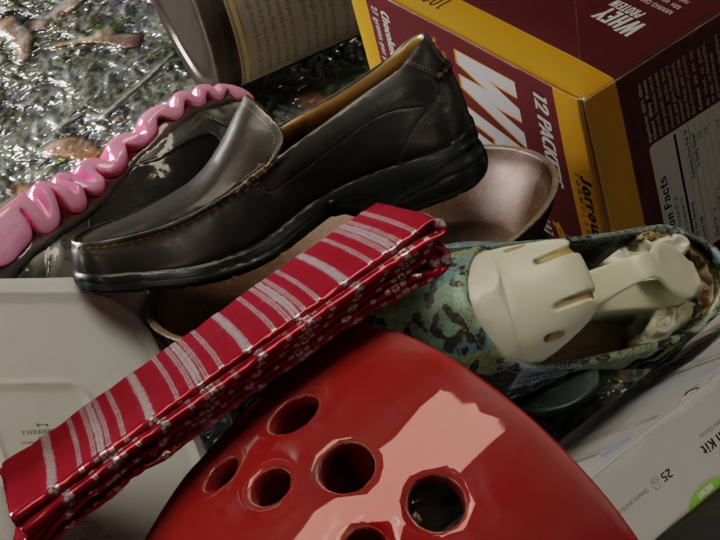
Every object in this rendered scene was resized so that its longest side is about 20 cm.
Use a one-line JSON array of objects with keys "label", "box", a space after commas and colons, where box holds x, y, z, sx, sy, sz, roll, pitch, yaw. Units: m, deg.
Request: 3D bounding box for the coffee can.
[{"label": "coffee can", "box": [-0.025, -0.205, 1.442, 0.199, 0.147, 0.146, -24, 37, -10]}]

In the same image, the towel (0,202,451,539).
[{"label": "towel", "box": [-0.057, 0.039, 0.961, 0.200, 0.023, 0.145, -35, 9, -5]}]

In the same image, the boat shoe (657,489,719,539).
[{"label": "boat shoe", "box": [0.190, 0.102, 1.033, 0.199, 0.074, 0.065, -18, 20, -5]}]

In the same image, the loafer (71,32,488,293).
[{"label": "loafer", "box": [-0.043, -0.047, 1.122, 0.199, 0.073, 0.073, -22, 19, -12]}]

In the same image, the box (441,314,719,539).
[{"label": "box", "box": [0.137, 0.065, 1.042, 0.200, 0.041, 0.156, -34, 0, -24]}]

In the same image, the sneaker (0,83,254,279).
[{"label": "sneaker", "box": [-0.106, -0.018, 1.217, 0.095, 0.079, 0.200, 46, 52, 7]}]

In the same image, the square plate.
[{"label": "square plate", "box": [-0.138, 0.079, 1.059, 0.199, 0.028, 0.199, 1, 55, -41]}]

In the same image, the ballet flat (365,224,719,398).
[{"label": "ballet flat", "box": [0.085, 0.010, 1.023, 0.074, 0.075, 0.199, 18, 18, 38]}]

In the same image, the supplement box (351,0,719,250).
[{"label": "supplement box", "box": [0.138, -0.114, 1.269, 0.199, 0.133, 0.197, -33, 39, -21]}]

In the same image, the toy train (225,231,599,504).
[{"label": "toy train", "box": [0.023, 0.042, 1.156, 0.199, 0.086, 0.114, -29, 35, -16]}]

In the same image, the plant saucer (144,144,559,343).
[{"label": "plant saucer", "box": [0.000, 0.000, 1.127, 0.199, 0.037, 0.201, -17, 20, 6]}]

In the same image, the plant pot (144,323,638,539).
[{"label": "plant pot", "box": [-0.003, 0.151, 0.932, 0.200, 0.201, 0.182, 24, 58, 42]}]
